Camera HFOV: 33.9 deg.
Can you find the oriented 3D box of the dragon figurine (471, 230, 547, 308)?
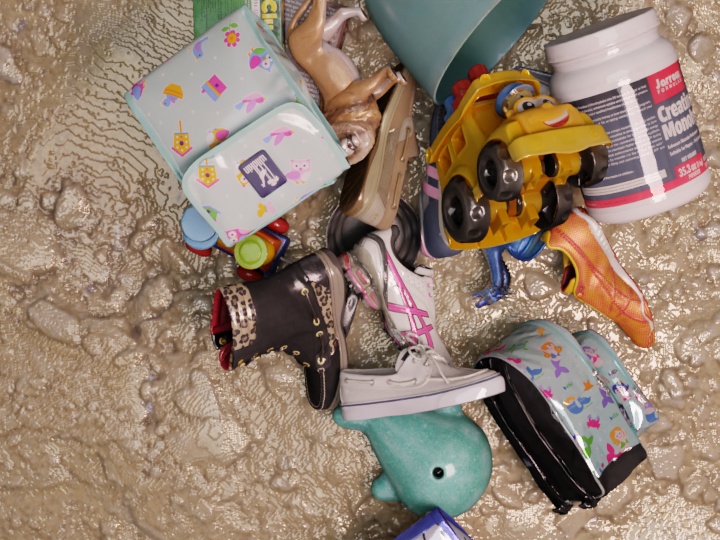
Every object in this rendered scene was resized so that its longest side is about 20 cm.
[{"bbox_3d":[0.189,-0.047,1.380,0.099,0.059,0.200,45,94,-2],"label":"dragon figurine"}]

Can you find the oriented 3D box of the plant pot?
[{"bbox_3d":[0.095,-0.312,1.304,0.161,0.201,0.201,44,94,10],"label":"plant pot"}]

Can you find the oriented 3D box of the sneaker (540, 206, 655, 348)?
[{"bbox_3d":[0.275,0.016,1.366,0.077,0.073,0.201,-37,108,5],"label":"sneaker"}]

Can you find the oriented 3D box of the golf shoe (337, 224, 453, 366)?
[{"bbox_3d":[0.060,0.042,1.369,0.092,0.073,0.201,-36,109,-1],"label":"golf shoe"}]

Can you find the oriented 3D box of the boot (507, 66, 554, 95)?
[{"bbox_3d":[0.264,-0.217,1.368,0.198,0.073,0.091,20,89,-9],"label":"boot"}]

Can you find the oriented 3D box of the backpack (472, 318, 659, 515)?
[{"bbox_3d":[0.224,0.150,1.336,0.150,0.178,0.200,-40,87,-19],"label":"backpack"}]

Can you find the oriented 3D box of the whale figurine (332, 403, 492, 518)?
[{"bbox_3d":[0.061,0.204,1.377,0.199,0.104,0.160,38,94,1],"label":"whale figurine"}]

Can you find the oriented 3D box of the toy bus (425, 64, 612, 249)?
[{"bbox_3d":[0.152,-0.144,1.252,0.134,0.200,0.194,-9,68,-23],"label":"toy bus"}]

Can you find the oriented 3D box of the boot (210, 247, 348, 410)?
[{"bbox_3d":[-0.091,0.083,1.340,0.149,0.073,0.202,-15,123,-29],"label":"boot"}]

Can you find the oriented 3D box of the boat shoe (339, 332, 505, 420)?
[{"bbox_3d":[0.062,0.112,1.310,0.200,0.074,0.087,-12,87,32],"label":"boat shoe"}]

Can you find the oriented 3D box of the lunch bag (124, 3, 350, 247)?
[{"bbox_3d":[-0.125,-0.147,1.252,0.169,0.122,0.201,-33,84,7],"label":"lunch bag"}]

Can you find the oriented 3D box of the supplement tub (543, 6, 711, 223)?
[{"bbox_3d":[0.284,-0.165,1.268,0.139,0.140,0.202,-20,102,2],"label":"supplement tub"}]

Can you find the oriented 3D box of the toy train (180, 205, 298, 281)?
[{"bbox_3d":[-0.114,-0.022,1.360,0.198,0.116,0.085,28,94,0],"label":"toy train"}]

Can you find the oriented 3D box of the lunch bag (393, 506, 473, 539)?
[{"bbox_3d":[0.075,0.375,1.339,0.169,0.124,0.200,-39,127,1],"label":"lunch bag"}]

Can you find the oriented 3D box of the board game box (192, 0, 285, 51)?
[{"bbox_3d":[-0.135,-0.208,1.326,0.103,0.023,0.203,0,93,8],"label":"board game box"}]

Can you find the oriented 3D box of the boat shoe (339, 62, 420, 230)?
[{"bbox_3d":[0.032,-0.143,1.362,0.064,0.071,0.202,25,71,-23],"label":"boat shoe"}]

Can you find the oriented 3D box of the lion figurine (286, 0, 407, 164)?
[{"bbox_3d":[-0.030,-0.221,1.307,0.122,0.072,0.202,-31,86,17],"label":"lion figurine"}]

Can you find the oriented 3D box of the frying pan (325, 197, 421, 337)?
[{"bbox_3d":[0.017,-0.002,1.401,0.113,0.031,0.193,-3,104,-3],"label":"frying pan"}]

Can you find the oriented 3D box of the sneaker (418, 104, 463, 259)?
[{"bbox_3d":[0.093,-0.110,1.370,0.069,0.082,0.203,17,65,-27],"label":"sneaker"}]

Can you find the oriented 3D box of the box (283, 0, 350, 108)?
[{"bbox_3d":[-0.084,-0.217,1.371,0.099,0.075,0.203,17,92,0],"label":"box"}]
